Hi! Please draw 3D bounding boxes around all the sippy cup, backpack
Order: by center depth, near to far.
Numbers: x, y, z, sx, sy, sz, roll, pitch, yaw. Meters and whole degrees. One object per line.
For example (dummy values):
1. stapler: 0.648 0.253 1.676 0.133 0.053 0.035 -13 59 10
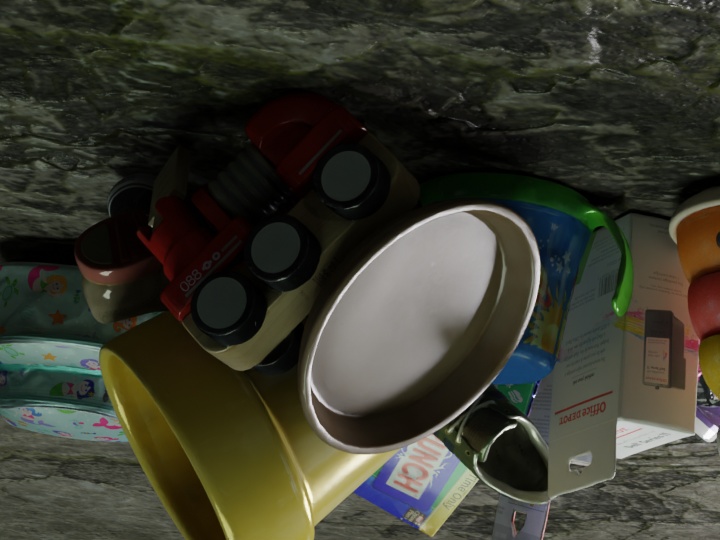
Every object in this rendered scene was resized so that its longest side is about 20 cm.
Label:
1. sippy cup: 0.098 0.011 1.657 0.140 0.130 0.178 16 161 -32
2. backpack: -0.241 0.065 1.960 0.177 0.151 0.200 6 159 4

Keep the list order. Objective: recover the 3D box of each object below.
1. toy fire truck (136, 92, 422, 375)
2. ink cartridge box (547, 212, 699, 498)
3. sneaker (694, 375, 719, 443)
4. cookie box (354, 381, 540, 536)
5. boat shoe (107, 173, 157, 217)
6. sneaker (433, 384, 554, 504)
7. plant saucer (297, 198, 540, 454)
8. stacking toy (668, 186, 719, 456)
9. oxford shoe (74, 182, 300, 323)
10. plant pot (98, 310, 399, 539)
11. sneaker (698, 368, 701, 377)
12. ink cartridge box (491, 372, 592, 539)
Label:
1. toy fire truck: -0.075 -0.050 1.541 0.200 0.176 0.129 45 -178 27
2. ink cartridge box: 0.197 0.070 1.695 0.067 0.200 0.117 12 163 -19
3. sneaker: 0.279 0.069 1.939 0.088 0.076 0.200 -34 138 20
4. cookie box: 0.020 0.101 1.859 0.200 0.075 0.171 30 129 -5
5. boat shoe: -0.107 0.002 1.719 0.070 0.066 0.200 -39 118 23
6. sneaker: 0.083 0.106 1.729 0.200 0.067 0.090 45 175 -19
7. plant saucer: 0.036 0.034 1.524 0.029 0.200 0.200 42 -170 39
8. stacking toy: 0.284 0.050 1.588 0.146 0.200 0.146 6 161 2
9. oxford shoe: -0.109 -0.015 1.658 0.200 0.070 0.075 -13 134 -14
10. plant pot: -0.059 0.096 1.630 0.189 0.201 0.201 -30 172 -16
11. sneaker: 0.256 0.031 1.766 0.081 0.088 0.200 21 137 -27
12. ink cartridge box: 0.167 0.161 1.995 0.045 0.176 0.200 10 176 -7
